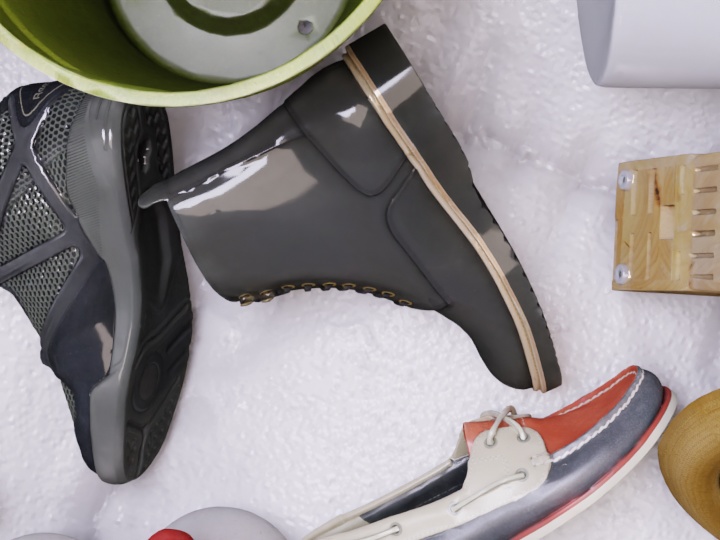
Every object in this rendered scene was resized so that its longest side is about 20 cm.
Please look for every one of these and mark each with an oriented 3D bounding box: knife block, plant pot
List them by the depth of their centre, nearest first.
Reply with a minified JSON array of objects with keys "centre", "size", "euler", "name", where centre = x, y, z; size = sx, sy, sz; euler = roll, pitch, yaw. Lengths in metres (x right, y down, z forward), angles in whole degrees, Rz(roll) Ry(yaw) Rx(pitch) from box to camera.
[{"centre":[-0.065,-0.156,0.753],"size":[0.198,0.193,0.203],"euler":[0,87,3],"name":"plant pot"},{"centre":[0.233,-0.016,0.812],"size":[0.174,0.200,0.065],"euler":[5,88,-22],"name":"knife block"}]

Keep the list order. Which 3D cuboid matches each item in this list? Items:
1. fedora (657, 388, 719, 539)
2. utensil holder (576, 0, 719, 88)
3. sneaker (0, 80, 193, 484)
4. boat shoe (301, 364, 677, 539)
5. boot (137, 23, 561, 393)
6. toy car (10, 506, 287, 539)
[{"centre":[0.245,0.082,0.841],"size":[0.199,0.201,0.082],"euler":[19,55,-4],"name":"fedora"},{"centre":[0.202,-0.163,0.784],"size":[0.198,0.170,0.172],"euler":[-2,97,-1],"name":"utensil holder"},{"centre":[-0.144,0.004,0.844],"size":[0.113,0.076,0.201],"euler":[7,118,22],"name":"sneaker"},{"centre":[0.063,0.104,0.864],"size":[0.199,0.071,0.063],"euler":[-36,94,7],"name":"boat shoe"},{"centre":[0.000,0.000,0.832],"size":[0.138,0.078,0.201],"euler":[-30,114,3],"name":"boot"},{"centre":[-0.108,0.183,0.798],"size":[0.198,0.151,0.176],"euler":[-8,53,0],"name":"toy car"}]
